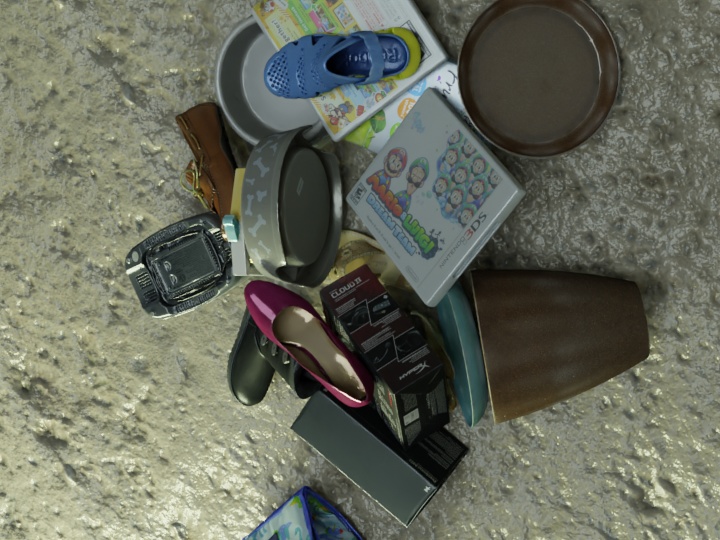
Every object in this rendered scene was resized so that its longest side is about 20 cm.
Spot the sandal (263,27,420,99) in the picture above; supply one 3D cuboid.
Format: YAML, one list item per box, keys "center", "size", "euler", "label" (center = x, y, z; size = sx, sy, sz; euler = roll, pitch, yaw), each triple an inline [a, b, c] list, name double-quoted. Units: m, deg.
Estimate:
- center: [-0.031, -0.252, 1.581]
  size: [0.197, 0.087, 0.081]
  euler: [-11, 99, 21]
  label: "sandal"

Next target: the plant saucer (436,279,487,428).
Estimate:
- center: [0.127, 0.094, 1.631]
  size: [0.027, 0.200, 0.203]
  euler: [-13, 97, -3]
  label: "plant saucer"

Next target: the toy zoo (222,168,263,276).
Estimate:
- center: [-0.122, -0.059, 1.668]
  size: [0.020, 0.200, 0.133]
  euler: [1, 89, 21]
  label: "toy zoo"

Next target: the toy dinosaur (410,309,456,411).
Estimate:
- center: [0.091, 0.095, 1.679]
  size: [0.058, 0.101, 0.202]
  euler: [-28, 129, -12]
  label: "toy dinosaur"

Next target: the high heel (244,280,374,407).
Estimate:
- center: [-0.059, 0.084, 1.573]
  size: [0.199, 0.096, 0.068]
  euler: [39, 88, -9]
  label: "high heel"

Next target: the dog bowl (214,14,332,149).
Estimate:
- center: [-0.103, -0.248, 1.710]
  size: [0.197, 0.059, 0.203]
  euler: [5, 103, 20]
  label: "dog bowl"

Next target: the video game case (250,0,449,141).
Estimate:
- center: [-0.015, -0.294, 1.625]
  size: [0.181, 0.023, 0.201]
  euler: [-34, 89, 20]
  label: "video game case"

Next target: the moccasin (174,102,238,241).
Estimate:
- center: [-0.195, -0.125, 1.681]
  size: [0.077, 0.074, 0.204]
  euler: [-17, 68, -6]
  label: "moccasin"

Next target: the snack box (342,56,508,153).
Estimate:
- center: [0.078, -0.204, 1.650]
  size: [0.198, 0.053, 0.144]
  euler: [24, 109, 15]
  label: "snack box"

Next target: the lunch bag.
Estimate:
- center: [-0.075, 0.426, 1.817]
  size: [0.170, 0.127, 0.201]
  euler: [-43, 72, 26]
  label: "lunch bag"

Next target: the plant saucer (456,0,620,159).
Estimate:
- center: [0.212, -0.235, 1.569]
  size: [0.197, 0.032, 0.204]
  euler: [0, 92, -3]
  label: "plant saucer"

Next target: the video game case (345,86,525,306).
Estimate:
- center: [0.086, -0.091, 1.583]
  size: [0.183, 0.024, 0.201]
  euler: [-52, 53, 21]
  label: "video game case"

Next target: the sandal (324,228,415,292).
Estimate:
- center: [0.000, -0.006, 1.715]
  size: [0.209, 0.070, 0.079]
  euler: [9, 105, 20]
  label: "sandal"

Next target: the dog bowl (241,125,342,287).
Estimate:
- center: [-0.086, -0.079, 1.632]
  size: [0.058, 0.200, 0.203]
  euler: [1, 102, 21]
  label: "dog bowl"

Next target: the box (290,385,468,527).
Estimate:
- center: [0.027, 0.221, 1.716]
  size: [0.199, 0.141, 0.079]
  euler: [39, 112, 10]
  label: "box"

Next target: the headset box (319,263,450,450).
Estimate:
- center: [0.026, 0.103, 1.650]
  size: [0.077, 0.150, 0.201]
  euler: [-29, 56, -12]
  label: "headset box"

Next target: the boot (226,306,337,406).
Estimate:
- center: [-0.104, 0.127, 1.722]
  size: [0.199, 0.065, 0.167]
  euler: [26, 110, 57]
  label: "boot"

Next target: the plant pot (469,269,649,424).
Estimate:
- center: [0.244, 0.078, 1.593]
  size: [0.197, 0.187, 0.190]
  euler: [-9, 99, 4]
  label: "plant pot"

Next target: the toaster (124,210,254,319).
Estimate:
- center: [-0.209, -0.019, 1.762]
  size: [0.198, 0.129, 0.115]
  euler: [-25, 93, 25]
  label: "toaster"
